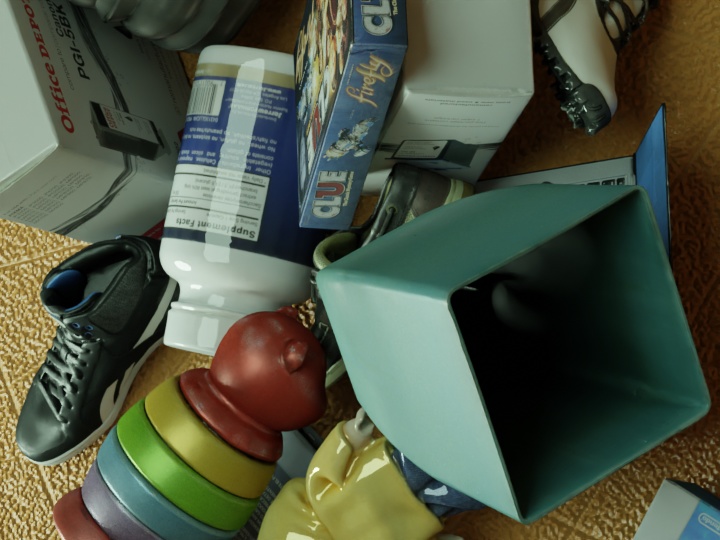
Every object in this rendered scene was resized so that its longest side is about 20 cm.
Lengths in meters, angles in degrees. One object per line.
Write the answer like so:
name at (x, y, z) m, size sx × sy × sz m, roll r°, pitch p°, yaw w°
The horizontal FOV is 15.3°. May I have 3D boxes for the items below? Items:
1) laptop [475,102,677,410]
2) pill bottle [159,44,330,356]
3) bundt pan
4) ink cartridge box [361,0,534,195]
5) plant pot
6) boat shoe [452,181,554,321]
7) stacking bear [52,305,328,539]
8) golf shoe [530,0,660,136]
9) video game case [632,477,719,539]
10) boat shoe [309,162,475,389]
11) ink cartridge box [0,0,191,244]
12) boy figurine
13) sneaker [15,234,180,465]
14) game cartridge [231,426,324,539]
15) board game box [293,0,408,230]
laptop at (0.126, 0.014, 1.650) m, size 0.199 × 0.116 × 0.189 m, roll -8°, pitch 76°, yaw 32°
pill bottle at (-0.072, -0.041, 1.794) m, size 0.110 × 0.111 × 0.202 m, roll 9°, pitch 86°, yaw 34°
bundt pan at (-0.160, -0.211, 1.830) m, size 0.201 × 0.201 × 0.076 m, roll 35°, pitch 102°, yaw 33°
ink cartridge box at (0.046, -0.144, 1.677) m, size 0.085 × 0.200 × 0.148 m, roll 1°, pitch 74°, yaw -8°
plant pot at (0.071, 0.035, 1.540) m, size 0.200 × 0.141 × 0.142 m, roll 12°, pitch 125°, yaw 59°
boat shoe at (0.070, 0.003, 1.680) m, size 0.200 × 0.062 × 0.073 m, roll -44°, pitch 48°, yaw 50°
stacking bear at (-0.096, 0.113, 1.723) m, size 0.200 × 0.113 × 0.122 m, roll -50°, pitch 15°, yaw 12°
golf shoe at (0.146, -0.168, 1.665) m, size 0.094 × 0.078 × 0.201 m, roll -20°, pitch 43°, yaw 9°
video game case at (0.222, 0.250, 1.584) m, size 0.199 × 0.045 × 0.182 m, roll 31°, pitch 99°, yaw 33°
boat shoe at (0.000, 0.000, 1.731) m, size 0.201 × 0.066 × 0.072 m, roll -50°, pitch 14°, yaw 39°
ink cartridge box at (-0.193, -0.103, 1.831) m, size 0.083 × 0.200 × 0.148 m, roll -33°, pitch 65°, yaw 24°
boy figurine at (0.019, 0.141, 1.676) m, size 0.199 × 0.124 × 0.065 m, roll -30°, pitch 23°, yaw 34°
sneaker at (-0.199, 0.048, 1.859) m, size 0.200 × 0.112 × 0.073 m, roll -49°, pitch 58°, yaw 16°
game cartridge at (-0.055, 0.177, 1.786) m, size 0.200 × 0.041 × 0.134 m, roll 46°, pitch 110°, yaw 31°
board game box at (-0.008, -0.134, 1.634) m, size 0.034 × 0.200 × 0.136 m, roll 3°, pitch 58°, yaw -10°
